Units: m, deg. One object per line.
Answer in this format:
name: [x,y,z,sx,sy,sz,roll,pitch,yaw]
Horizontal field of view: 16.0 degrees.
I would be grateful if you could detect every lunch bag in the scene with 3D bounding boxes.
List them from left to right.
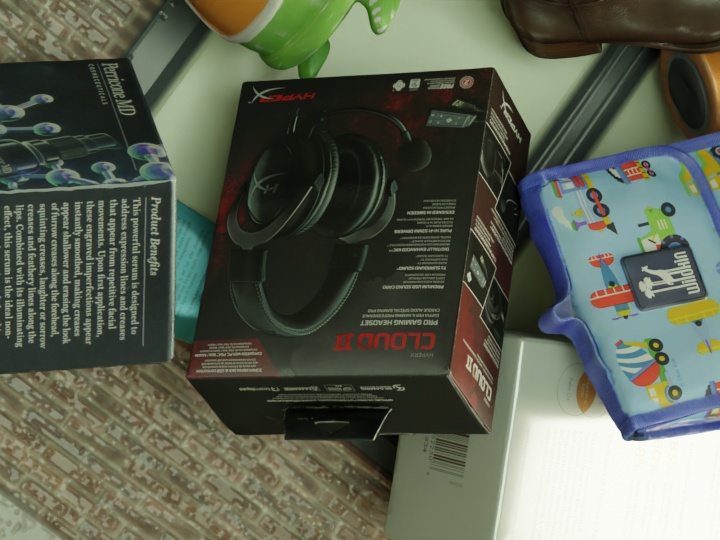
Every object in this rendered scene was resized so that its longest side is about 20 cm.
lunch bag: [0.175,0.010,1.375,0.199,0.094,0.151,-10,70,-32]

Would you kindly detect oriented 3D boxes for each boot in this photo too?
boot: [0.145,-0.182,1.355,0.185,0.200,0.065,-14,64,12]

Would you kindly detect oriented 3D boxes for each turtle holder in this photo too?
turtle holder: [-0.031,-0.206,1.364,0.131,0.141,0.186,31,85,-16]

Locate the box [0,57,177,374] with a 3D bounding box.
box: [-0.202,-0.027,1.296,0.199,0.149,0.108,-4,119,-14]

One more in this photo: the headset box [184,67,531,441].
headset box: [0.000,0.000,1.344,0.148,0.077,0.201,-1,61,22]

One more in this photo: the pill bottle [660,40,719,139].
pill bottle: [0.276,-0.131,1.484,0.199,0.106,0.107,-18,99,-16]

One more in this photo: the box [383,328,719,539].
box: [0.126,0.101,1.426,0.199,0.097,0.125,8,91,-36]

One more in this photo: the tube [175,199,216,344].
tube: [-0.050,0.026,1.424,0.199,0.050,0.078,26,76,-12]
